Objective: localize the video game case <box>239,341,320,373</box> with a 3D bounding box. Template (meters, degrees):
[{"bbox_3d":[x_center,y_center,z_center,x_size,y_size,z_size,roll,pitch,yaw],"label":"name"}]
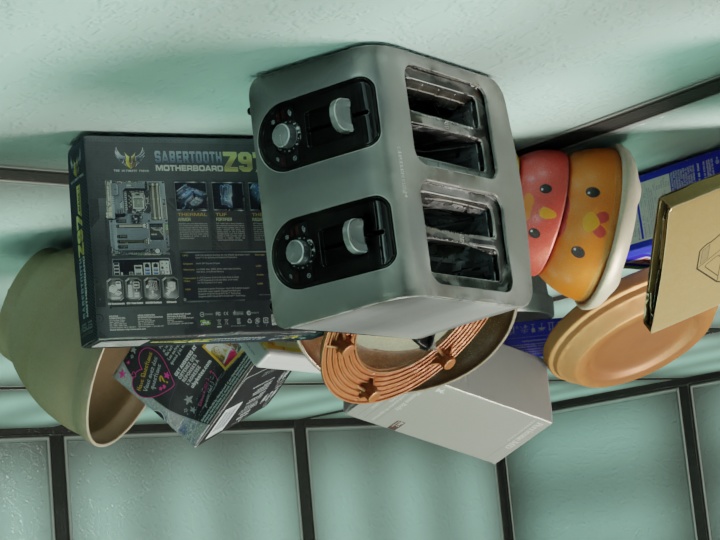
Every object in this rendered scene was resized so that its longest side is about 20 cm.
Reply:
[{"bbox_3d":[-0.090,0.025,1.540,0.023,0.183,0.199,-45,156,16],"label":"video game case"}]

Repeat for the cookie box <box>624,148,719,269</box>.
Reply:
[{"bbox_3d":[0.338,-0.055,1.576,0.170,0.076,0.199,2,167,-36],"label":"cookie box"}]

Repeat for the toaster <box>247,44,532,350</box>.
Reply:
[{"bbox_3d":[0.026,-0.046,1.140,0.118,0.183,0.199,-14,166,36],"label":"toaster"}]

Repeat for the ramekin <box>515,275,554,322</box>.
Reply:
[{"bbox_3d":[0.105,0.009,1.724,0.198,0.106,0.200,-5,170,-1],"label":"ramekin"}]

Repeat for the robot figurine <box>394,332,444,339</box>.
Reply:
[{"bbox_3d":[0.000,0.000,1.505,0.198,0.171,0.113,15,-141,20],"label":"robot figurine"}]

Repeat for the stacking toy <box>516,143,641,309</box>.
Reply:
[{"bbox_3d":[0.131,-0.054,1.395,0.198,0.148,0.146,11,168,-6],"label":"stacking toy"}]

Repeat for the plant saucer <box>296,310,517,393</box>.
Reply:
[{"bbox_3d":[0.037,0.025,1.405,0.198,0.037,0.202,-3,132,-4],"label":"plant saucer"}]

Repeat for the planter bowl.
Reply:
[{"bbox_3d":[-0.276,0.057,1.600,0.134,0.202,0.200,21,176,13],"label":"planter bowl"}]

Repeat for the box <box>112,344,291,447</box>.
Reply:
[{"bbox_3d":[-0.136,0.073,1.599,0.133,0.114,0.200,-54,170,16],"label":"box"}]

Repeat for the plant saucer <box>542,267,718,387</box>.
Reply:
[{"bbox_3d":[0.284,0.063,1.653,0.198,0.038,0.201,-18,150,-11],"label":"plant saucer"}]

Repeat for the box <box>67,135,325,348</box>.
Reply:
[{"bbox_3d":[-0.123,-0.023,1.258,0.198,0.160,0.051,-2,170,-26],"label":"box"}]

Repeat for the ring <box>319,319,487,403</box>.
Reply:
[{"bbox_3d":[0.051,0.034,1.313,0.199,0.019,0.202,-29,144,-23],"label":"ring"}]

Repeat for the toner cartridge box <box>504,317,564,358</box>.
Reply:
[{"bbox_3d":[0.145,0.086,1.754,0.197,0.044,0.095,-6,168,2],"label":"toner cartridge box"}]

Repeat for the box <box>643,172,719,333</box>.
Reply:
[{"bbox_3d":[0.348,-0.036,1.444,0.198,0.021,0.165,-22,139,-16],"label":"box"}]

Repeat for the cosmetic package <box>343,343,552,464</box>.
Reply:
[{"bbox_3d":[0.090,0.119,1.656,0.198,0.091,0.107,22,138,-24],"label":"cosmetic package"}]
